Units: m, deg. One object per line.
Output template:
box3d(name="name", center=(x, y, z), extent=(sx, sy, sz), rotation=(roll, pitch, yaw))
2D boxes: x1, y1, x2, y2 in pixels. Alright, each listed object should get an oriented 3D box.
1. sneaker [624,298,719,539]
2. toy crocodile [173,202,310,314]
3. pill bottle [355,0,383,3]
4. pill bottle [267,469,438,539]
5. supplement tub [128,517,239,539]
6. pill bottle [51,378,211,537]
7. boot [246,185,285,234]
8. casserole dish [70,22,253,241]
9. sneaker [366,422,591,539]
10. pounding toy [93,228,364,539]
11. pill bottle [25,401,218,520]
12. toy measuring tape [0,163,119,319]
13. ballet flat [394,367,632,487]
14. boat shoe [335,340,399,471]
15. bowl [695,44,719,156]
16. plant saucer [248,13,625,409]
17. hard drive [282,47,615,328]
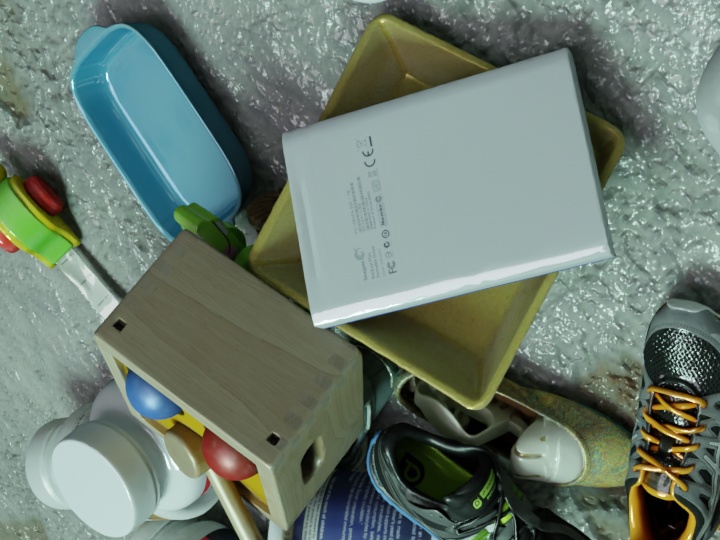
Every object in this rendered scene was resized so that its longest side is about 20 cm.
box3d(name="sneaker", center=(0.214, 0.114, 0.891), extent=(0.078, 0.077, 0.202), rotation=(13, 122, 34))
box3d(name="toy crocodile", center=(-0.086, 0.019, 1.047), extent=(0.067, 0.062, 0.200), rotation=(33, 166, 41))
box3d(name="pill bottle", center=(-0.028, -0.236, 0.847), extent=(0.198, 0.112, 0.114), rotation=(20, 127, 28))
box3d(name="pill bottle", center=(0.034, 0.217, 1.050), extent=(0.197, 0.111, 0.112), rotation=(2, 119, 15))
box3d(name="supplement tub", center=(-0.128, 0.325, 1.250), extent=(0.199, 0.140, 0.142), rotation=(28, 130, 22))
box3d(name="pill bottle", center=(-0.153, 0.127, 1.108), extent=(0.118, 0.200, 0.121), rotation=(20, 128, 28))
box3d(name="boot", center=(0.000, 0.000, 1.000), extent=(0.198, 0.075, 0.108), rotation=(18, 131, 29))
box3d(name="casserole dish", center=(-0.156, -0.112, 1.079), extent=(0.121, 0.039, 0.201), rotation=(-30, 94, 45))
box3d(name="sneaker", center=(0.089, 0.176, 0.955), extent=(0.198, 0.071, 0.083), rotation=(33, 161, 11))
box3d(name="pounding toy", center=(-0.088, 0.114, 0.962), extent=(0.183, 0.143, 0.201), rotation=(34, 159, 16))
box3d(name="pill bottle", center=(-0.224, 0.178, 1.257), extent=(0.198, 0.114, 0.116), rotation=(-11, 109, 42))
box3d(name="toy measuring tape", center=(-0.282, -0.022, 1.208), extent=(0.200, 0.073, 0.074), rotation=(49, 135, 7))
box3d(name="ballet flat", center=(0.110, 0.116, 0.983), extent=(0.198, 0.071, 0.071), rotation=(27, 130, 24))
box3d(name="boat shoe", center=(-0.026, 0.129, 1.103), extent=(0.073, 0.062, 0.201), rotation=(40, 135, 9))
box3d(name="bowl", center=(0.286, -0.081, 0.715), extent=(0.200, 0.074, 0.200), rotation=(47, 137, 7))
box3d(name="plant saucer", center=(0.051, -0.040, 0.895), extent=(0.199, 0.048, 0.202), rotation=(30, 94, 21))
box3d(name="hard drive", center=(0.052, -0.050, 0.857), extent=(0.198, 0.025, 0.134), rotation=(-14, 78, 19))
